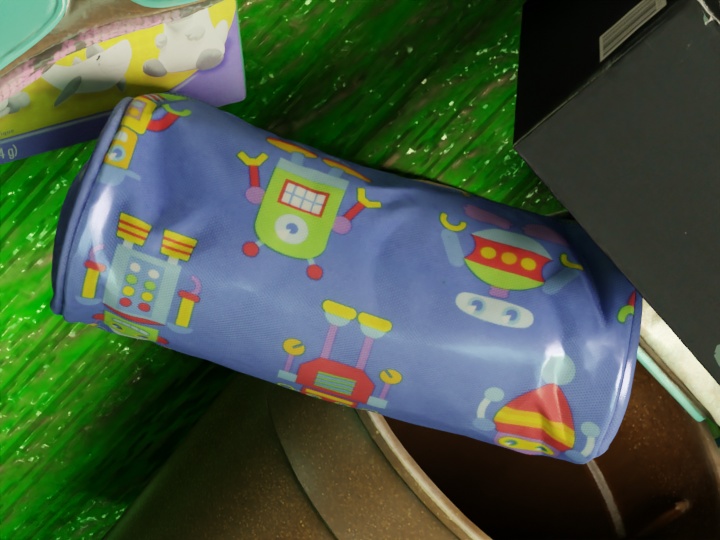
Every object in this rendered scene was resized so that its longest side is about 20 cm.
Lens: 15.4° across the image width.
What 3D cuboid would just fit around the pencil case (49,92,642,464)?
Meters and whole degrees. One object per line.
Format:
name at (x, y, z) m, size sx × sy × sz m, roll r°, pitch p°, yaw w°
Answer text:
pencil case at (0.000, 0.000, 0.878) m, size 0.199 × 0.087 × 0.078 m, roll 16°, pitch 160°, yaw -2°

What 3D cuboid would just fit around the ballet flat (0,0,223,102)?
ballet flat at (-0.083, -0.098, 0.794) m, size 0.200 × 0.071 × 0.069 m, roll -28°, pitch 107°, yaw 11°

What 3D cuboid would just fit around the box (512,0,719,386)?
box at (0.123, -0.039, 0.888) m, size 0.079 × 0.200 × 0.141 m, roll -42°, pitch 100°, yaw 15°

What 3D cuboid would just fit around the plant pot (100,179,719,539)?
plant pot at (0.005, 0.103, 1.023) m, size 0.200 × 0.201 × 0.198 m, roll 19°, pitch 130°, yaw -37°

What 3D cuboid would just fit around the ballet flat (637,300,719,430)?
ballet flat at (0.154, 0.040, 1.017) m, size 0.062 × 0.067 × 0.200 m, roll -38°, pitch 109°, yaw 12°

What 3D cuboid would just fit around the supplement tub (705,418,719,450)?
supplement tub at (0.186, 0.110, 1.137) m, size 0.200 × 0.145 × 0.145 m, roll -35°, pitch 137°, yaw 9°

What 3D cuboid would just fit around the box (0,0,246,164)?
box at (-0.102, -0.126, 0.841) m, size 0.117 × 0.048 × 0.200 m, roll -16°, pitch 135°, yaw -11°
